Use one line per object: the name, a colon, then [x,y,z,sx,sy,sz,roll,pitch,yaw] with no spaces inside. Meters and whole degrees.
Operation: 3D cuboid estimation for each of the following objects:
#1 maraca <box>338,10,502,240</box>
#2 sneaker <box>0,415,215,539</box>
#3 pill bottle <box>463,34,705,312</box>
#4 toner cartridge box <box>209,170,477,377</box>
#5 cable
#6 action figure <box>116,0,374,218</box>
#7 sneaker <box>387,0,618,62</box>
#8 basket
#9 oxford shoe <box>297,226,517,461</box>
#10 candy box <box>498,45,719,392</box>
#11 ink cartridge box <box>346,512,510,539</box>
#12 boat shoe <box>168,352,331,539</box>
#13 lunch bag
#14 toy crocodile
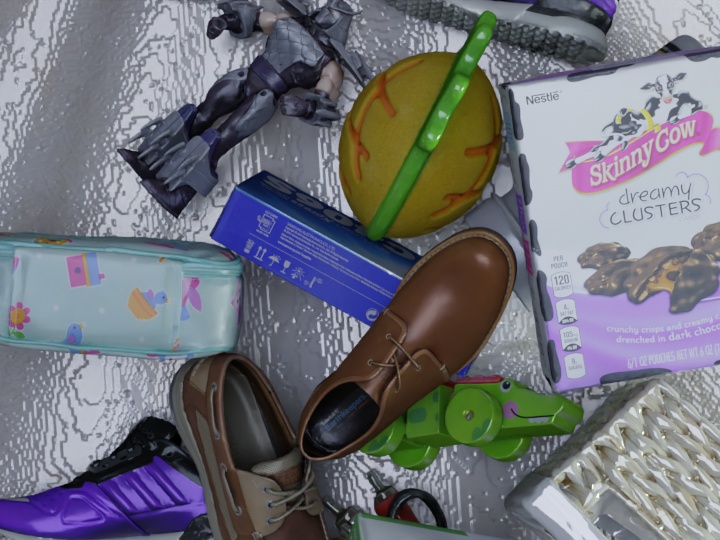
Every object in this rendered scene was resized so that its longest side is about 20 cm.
maraca: [0.046,-0.094,1.482,0.107,0.200,0.138,25,61,-4]
sneaker: [-0.164,0.153,1.558,0.199,0.070,0.100,2,84,-2]
pill bottle: [0.174,-0.062,1.513,0.200,0.111,0.112,-35,86,3]
toner cartridge box: [0.000,0.000,1.529,0.199,0.095,0.043,29,104,4]
cable: [0.051,0.229,1.556,0.097,0.050,0.200,-40,96,6]
action figure: [-0.075,-0.125,1.543,0.200,0.069,0.130,-43,52,1]
sneaker: [0.089,-0.220,1.542,0.199,0.070,0.100,19,82,1]
basket: [0.187,0.155,1.467,0.136,0.200,0.123,43,85,4]
oxford shoe: [0.031,0.056,1.449,0.071,0.071,0.200,40,110,2]
candy box: [0.187,-0.036,1.423,0.167,0.072,0.201,-10,95,0]
ink cartridge box: [0.037,0.269,1.438,0.144,0.084,0.201,12,121,-16]
boat shoe: [-0.066,0.147,1.501,0.076,0.072,0.201,-28,89,-34]
lunch bag: [-0.179,0.013,1.516,0.199,0.160,0.078,5,94,-2]
toy crocodile: [0.058,0.099,1.518,0.199,0.067,0.062,-8,71,33]
